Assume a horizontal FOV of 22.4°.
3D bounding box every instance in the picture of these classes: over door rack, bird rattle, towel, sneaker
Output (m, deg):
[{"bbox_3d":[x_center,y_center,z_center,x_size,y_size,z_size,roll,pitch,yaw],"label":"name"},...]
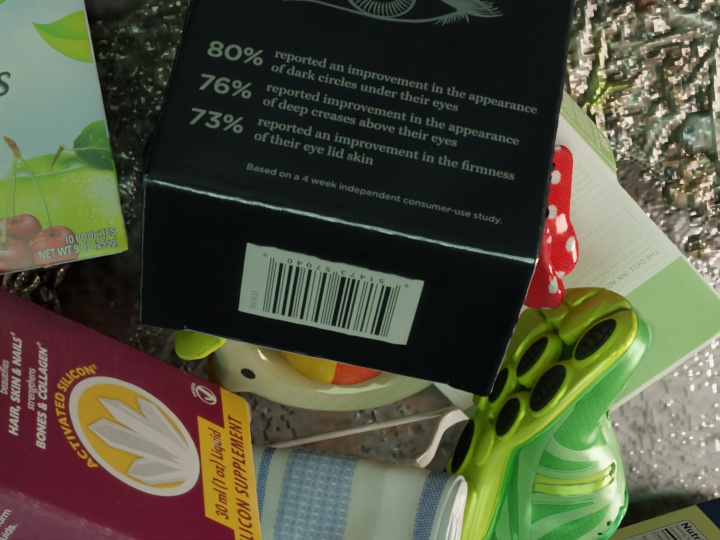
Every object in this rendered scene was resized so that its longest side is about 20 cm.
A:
[{"bbox_3d":[0.004,0.148,0.987,0.199,0.067,0.148,-5,122,2],"label":"over door rack"},{"bbox_3d":[0.000,0.000,0.840,0.199,0.113,0.163,-1,137,-16],"label":"bird rattle"},{"bbox_3d":[-0.050,0.155,0.865,0.199,0.147,0.024,6,169,23],"label":"towel"},{"bbox_3d":[0.096,0.084,0.880,0.083,0.074,0.200,11,132,-15],"label":"sneaker"}]

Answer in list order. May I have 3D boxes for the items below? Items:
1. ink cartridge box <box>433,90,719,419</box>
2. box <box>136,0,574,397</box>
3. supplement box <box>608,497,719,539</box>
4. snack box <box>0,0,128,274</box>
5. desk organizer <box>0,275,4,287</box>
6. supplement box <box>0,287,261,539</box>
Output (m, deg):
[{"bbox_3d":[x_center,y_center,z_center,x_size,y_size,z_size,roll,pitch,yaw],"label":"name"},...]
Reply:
[{"bbox_3d":[0.069,-0.012,0.891,0.145,0.048,0.200,-37,114,21],"label":"ink cartridge box"},{"bbox_3d":[0.003,-0.071,0.725,0.148,0.200,0.104,13,147,0],"label":"box"},{"bbox_3d":[0.141,0.260,0.983,0.199,0.134,0.200,-14,126,-20],"label":"supplement box"},{"bbox_3d":[-0.214,-0.061,0.804,0.199,0.053,0.143,-11,97,-9],"label":"snack box"},{"bbox_3d":[-0.270,-0.031,0.865,0.200,0.072,0.077,34,114,-21],"label":"desk organizer"},{"bbox_3d":[-0.149,0.090,0.773,0.200,0.131,0.103,27,120,-27],"label":"supplement box"}]
